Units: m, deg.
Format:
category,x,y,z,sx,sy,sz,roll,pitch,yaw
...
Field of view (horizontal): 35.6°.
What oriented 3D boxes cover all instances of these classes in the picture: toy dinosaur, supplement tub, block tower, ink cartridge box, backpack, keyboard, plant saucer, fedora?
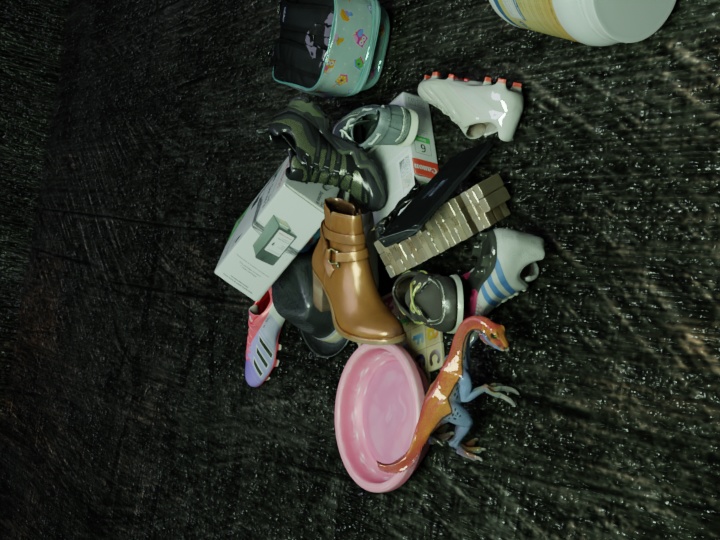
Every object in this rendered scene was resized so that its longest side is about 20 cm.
category,x,y,z,sx,sy,sz,roll,pitch,yaw
toy dinosaur,0.116,0.143,1.322,0.105,0.199,0.184,33,142,40
supplement tub,0.242,-0.330,1.243,0.200,0.143,0.147,36,111,56
block tower,0.102,-0.053,1.434,0.199,0.058,0.055,-29,88,43
ink cartridge box,-0.117,-0.077,1.651,0.200,0.084,0.147,-48,16,32
backpack,-0.041,-0.349,1.695,0.200,0.151,0.179,-142,64,-65
ink cartridge box,0.060,-0.134,1.572,0.109,0.050,0.203,-37,53,47
keyboard,0.085,-0.093,1.427,0.126,0.021,0.200,-16,24,50
plant saucer,0.036,0.195,1.507,0.199,0.050,0.204,-14,73,55
fedora,-0.077,0.034,1.701,0.200,0.090,0.204,-23,63,54

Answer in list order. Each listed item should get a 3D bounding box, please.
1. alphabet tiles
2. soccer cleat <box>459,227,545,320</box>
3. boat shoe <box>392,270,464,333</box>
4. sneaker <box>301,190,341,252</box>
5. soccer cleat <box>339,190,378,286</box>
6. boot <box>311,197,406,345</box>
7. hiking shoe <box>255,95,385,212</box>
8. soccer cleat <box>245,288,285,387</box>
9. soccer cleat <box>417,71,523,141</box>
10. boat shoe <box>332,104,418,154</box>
category,x,y,z,sx,sy,sz,roll,pitch,yaw
alphabet tiles,0.053,0.108,1.555,0.199,0.006,0.169,-29,57,52
soccer cleat,0.166,0.018,1.350,0.201,0.085,0.071,109,162,-61
boat shoe,0.084,0.037,1.397,0.201,0.059,0.073,-161,75,-81
sneaker,-0.089,-0.093,1.755,0.200,0.094,0.080,-47,45,42
soccer cleat,-0.006,-0.044,1.612,0.078,0.068,0.203,119,152,-65
boot,0.000,0.000,1.490,0.200,0.076,0.158,39,129,54
hiking shoe,-0.054,-0.142,1.551,0.200,0.100,0.076,45,158,9
soccer cleat,-0.161,0.098,1.836,0.067,0.076,0.202,50,123,51
soccer cleat,0.135,-0.213,1.459,0.199,0.068,0.079,20,101,55
boat shoe,0.005,-0.203,1.571,0.199,0.061,0.074,7,88,59
